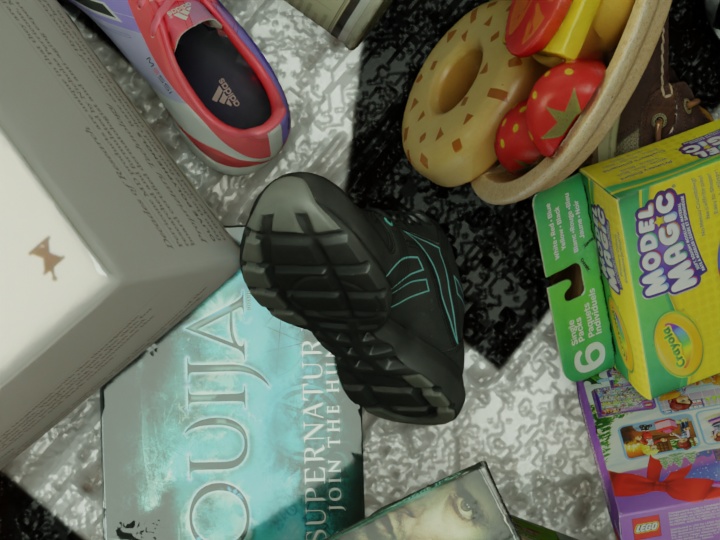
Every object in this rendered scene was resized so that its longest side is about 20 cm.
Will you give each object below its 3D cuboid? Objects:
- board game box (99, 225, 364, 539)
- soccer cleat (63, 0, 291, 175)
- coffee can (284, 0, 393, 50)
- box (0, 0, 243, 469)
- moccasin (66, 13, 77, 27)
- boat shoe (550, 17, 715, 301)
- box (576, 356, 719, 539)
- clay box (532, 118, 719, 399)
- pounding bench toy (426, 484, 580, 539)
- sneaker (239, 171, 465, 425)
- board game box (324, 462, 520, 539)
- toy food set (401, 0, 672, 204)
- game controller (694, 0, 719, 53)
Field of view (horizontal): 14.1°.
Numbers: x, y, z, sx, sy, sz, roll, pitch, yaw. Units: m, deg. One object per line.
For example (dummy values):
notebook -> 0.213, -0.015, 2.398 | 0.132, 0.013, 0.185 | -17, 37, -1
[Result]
board game box -> -0.066, 0.076, 1.477 | 0.135, 0.028, 0.200 | -2, 90, -1
soccer cleat -> -0.103, -0.136, 1.448 | 0.068, 0.073, 0.200 | -38, 91, -15
coffee can -> -0.044, -0.223, 1.416 | 0.200, 0.146, 0.146 | 36, 90, -1
box -> -0.205, -0.017, 1.339 | 0.199, 0.171, 0.200 | -39, 83, 17
moccasin -> -0.162, -0.035, 1.456 | 0.080, 0.068, 0.200 | 0, 90, 0
boat shoe -> 0.142, -0.069, 1.450 | 0.072, 0.072, 0.200 | 2, 104, -12
box -> 0.213, 0.074, 1.427 | 0.200, 0.137, 0.039 | -10, 125, 0
clay box -> 0.188, -0.016, 1.424 | 0.200, 0.048, 0.115 | -21, 118, -15
pounding bench toy -> 0.099, 0.216, 1.430 | 0.200, 0.124, 0.156 | 20, 90, 0
sneaker -> 0.000, 0.000, 1.407 | 0.075, 0.200, 0.079 | 3, 62, 24
board game box -> 0.042, 0.207, 1.345 | 0.135, 0.028, 0.200 | -27, 91, 2
toy food set -> 0.092, -0.127, 1.396 | 0.049, 0.200, 0.198 | 22, 91, -18
game controller -> 0.262, -0.172, 1.470 | 0.200, 0.042, 0.104 | -13, 90, -1
